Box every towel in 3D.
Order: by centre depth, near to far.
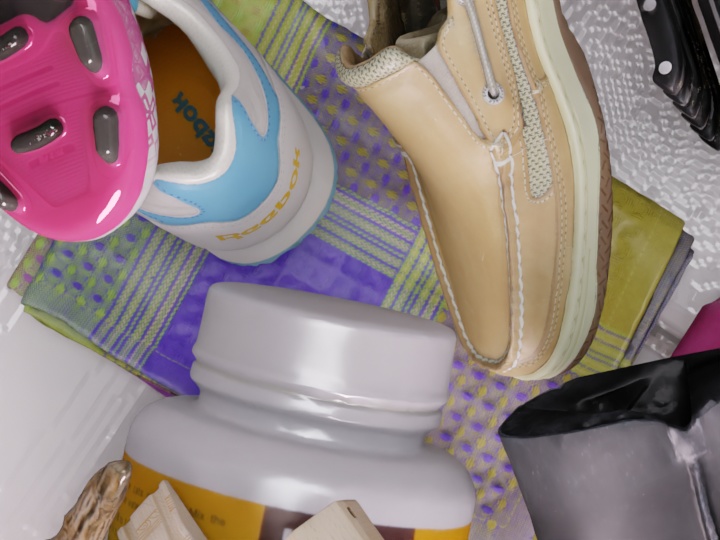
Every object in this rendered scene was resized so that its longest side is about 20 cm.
[{"bbox_3d":[0.000,0.000,0.785,0.199,0.023,0.144,31,85,1],"label":"towel"}]

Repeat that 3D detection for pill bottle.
[{"bbox_3d":[-0.028,0.109,0.718,0.109,0.109,0.201,11,94,-1],"label":"pill bottle"}]

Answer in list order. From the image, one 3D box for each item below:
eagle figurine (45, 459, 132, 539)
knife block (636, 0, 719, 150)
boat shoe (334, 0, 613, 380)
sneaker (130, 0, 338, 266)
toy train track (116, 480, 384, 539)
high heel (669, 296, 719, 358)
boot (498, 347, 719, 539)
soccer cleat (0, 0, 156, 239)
[{"bbox_3d":[-0.176,0.064,0.710,0.199,0.151,0.152,26,103,-1],"label":"eagle figurine"},{"bbox_3d":[0.140,-0.133,0.745,0.175,0.064,0.201,22,83,28],"label":"knife block"},{"bbox_3d":[0.025,-0.062,0.728,0.076,0.072,0.201,-11,94,-35],"label":"boat shoe"},{"bbox_3d":[-0.091,-0.086,0.748,0.200,0.081,0.077,41,91,20],"label":"sneaker"},{"bbox_3d":[-0.065,0.138,0.655,0.200,0.032,0.115,-48,63,23],"label":"toy train track"},{"bbox_3d":[0.141,-0.031,0.765,0.200,0.067,0.096,-43,97,-10],"label":"high heel"},{"bbox_3d":[0.076,0.134,0.717,0.164,0.066,0.201,-19,113,-15],"label":"boot"},{"bbox_3d":[-0.107,-0.106,0.674,0.070,0.086,0.201,-28,92,23],"label":"soccer cleat"}]
